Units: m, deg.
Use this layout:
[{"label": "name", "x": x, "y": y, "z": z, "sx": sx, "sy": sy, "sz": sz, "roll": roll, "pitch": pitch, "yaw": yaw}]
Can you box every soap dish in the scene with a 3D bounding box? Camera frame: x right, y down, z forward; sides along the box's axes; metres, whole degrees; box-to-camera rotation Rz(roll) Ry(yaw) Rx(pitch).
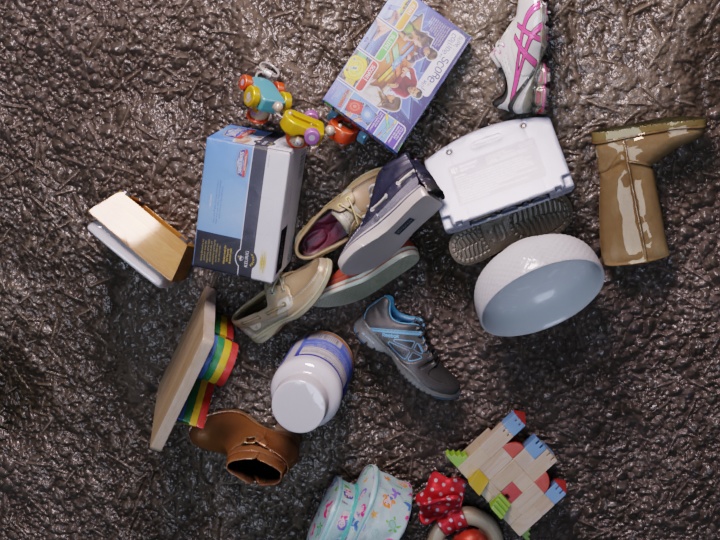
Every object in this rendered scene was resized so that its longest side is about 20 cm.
[{"label": "soap dish", "x": -0.327, "y": -0.048, "z": 1.665, "sx": 0.157, "sy": 0.200, "sz": 0.082, "roll": 39, "pitch": 88, "yaw": -3}]

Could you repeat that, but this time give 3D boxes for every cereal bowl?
[{"label": "cereal bowl", "x": 0.255, "y": 0.011, "z": 1.611, "sx": 0.198, "sy": 0.200, "sz": 0.084, "roll": -29, "pitch": 58, "yaw": 14}]

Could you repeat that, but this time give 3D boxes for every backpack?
[{"label": "backpack", "x": 0.000, "y": 0.412, "z": 1.742, "sx": 0.149, "sy": 0.178, "sz": 0.201, "roll": 32, "pitch": 103, "yaw": -6}]

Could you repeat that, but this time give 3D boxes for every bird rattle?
[{"label": "bird rattle", "x": 0.155, "y": 0.437, "z": 1.786, "sx": 0.161, "sy": 0.113, "sz": 0.203, "roll": 13, "pitch": 94, "yaw": -8}]

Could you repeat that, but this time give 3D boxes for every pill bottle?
[{"label": "pill bottle", "x": -0.076, "y": 0.173, "z": 1.676, "sx": 0.110, "sy": 0.200, "sz": 0.114, "roll": 2, "pitch": 106, "yaw": 8}]

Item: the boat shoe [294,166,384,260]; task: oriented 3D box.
[{"label": "boat shoe", "x": -0.021, "y": -0.080, "z": 1.671, "sx": 0.200, "sy": 0.066, "sz": 0.074, "roll": -41, "pitch": 96, "yaw": 15}]

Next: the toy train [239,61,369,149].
[{"label": "toy train", "x": -0.090, "y": -0.226, "z": 1.614, "sx": 0.199, "sy": 0.150, "sz": 0.056, "roll": 33, "pitch": 119, "yaw": 6}]

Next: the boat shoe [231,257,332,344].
[{"label": "boat shoe", "x": -0.123, "y": 0.039, "z": 1.696, "sx": 0.065, "sy": 0.073, "sz": 0.199, "roll": 36, "pitch": 124, "yaw": -24}]

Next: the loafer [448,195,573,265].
[{"label": "loafer", "x": 0.221, "y": -0.069, "z": 1.641, "sx": 0.197, "sy": 0.068, "sz": 0.077, "roll": -18, "pitch": 102, "yaw": -4}]

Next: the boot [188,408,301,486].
[{"label": "boot", "x": -0.197, "y": 0.292, "z": 1.748, "sx": 0.197, "sy": 0.155, "sz": 0.078, "roll": 11, "pitch": 107, "yaw": 5}]

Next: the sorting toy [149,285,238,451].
[{"label": "sorting toy", "x": -0.253, "y": 0.159, "z": 1.707, "sx": 0.069, "sy": 0.199, "sz": 0.202, "roll": 23, "pitch": 108, "yaw": -15}]

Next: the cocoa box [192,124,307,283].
[{"label": "cocoa box", "x": -0.167, "y": -0.104, "z": 1.650, "sx": 0.129, "sy": 0.133, "sz": 0.203, "roll": 11, "pitch": 107, "yaw": 6}]

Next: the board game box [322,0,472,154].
[{"label": "board game box", "x": 0.053, "y": -0.292, "z": 1.591, "sx": 0.135, "sy": 0.034, "sz": 0.201, "roll": 35, "pitch": 90, "yaw": -2}]

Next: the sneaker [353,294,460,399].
[{"label": "sneaker", "x": 0.085, "y": 0.123, "z": 1.705, "sx": 0.199, "sy": 0.073, "sz": 0.082, "roll": 38, "pitch": 106, "yaw": -3}]

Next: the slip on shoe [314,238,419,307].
[{"label": "slip on shoe", "x": 0.000, "y": 0.000, "z": 1.696, "sx": 0.199, "sy": 0.074, "sz": 0.062, "roll": -31, "pitch": 64, "yaw": 21}]

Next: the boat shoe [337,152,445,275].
[{"label": "boat shoe", "x": 0.033, "y": -0.085, "z": 1.620, "sx": 0.199, "sy": 0.074, "sz": 0.093, "roll": -39, "pitch": 55, "yaw": 21}]

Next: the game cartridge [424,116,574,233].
[{"label": "game cartridge", "x": 0.200, "y": -0.146, "z": 1.602, "sx": 0.197, "sy": 0.040, "sz": 0.135, "roll": -18, "pitch": 71, "yaw": 7}]

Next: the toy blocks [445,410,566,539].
[{"label": "toy blocks", "x": 0.250, "y": 0.314, "z": 1.730, "sx": 0.136, "sy": 0.100, "sz": 0.200, "roll": -42, "pitch": 95, "yaw": 5}]

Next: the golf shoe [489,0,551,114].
[{"label": "golf shoe", "x": 0.230, "y": -0.325, "z": 1.566, "sx": 0.091, "sy": 0.073, "sz": 0.203, "roll": 2, "pitch": 105, "yaw": 9}]

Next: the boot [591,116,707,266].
[{"label": "boot", "x": 0.429, "y": -0.117, "z": 1.600, "sx": 0.173, "sy": 0.066, "sz": 0.203, "roll": -6, "pitch": 103, "yaw": 23}]
